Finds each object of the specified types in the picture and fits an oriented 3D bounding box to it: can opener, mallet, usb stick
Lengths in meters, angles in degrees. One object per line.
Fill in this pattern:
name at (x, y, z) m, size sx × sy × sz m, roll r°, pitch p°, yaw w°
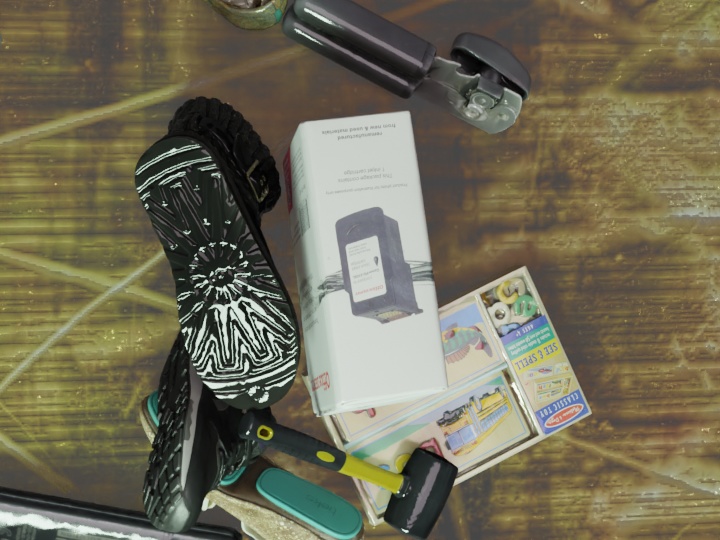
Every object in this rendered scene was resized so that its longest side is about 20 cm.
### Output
can opener at (0.039, -0.171, 1.240) m, size 0.199 × 0.053 × 0.067 m, roll 27°, pitch 55°, yaw -9°
mallet at (-0.013, 0.152, 1.178) m, size 0.199 × 0.041 × 0.066 m, roll 17°, pitch 93°, yaw -36°
usb stick at (-0.189, 0.203, 1.211) m, size 0.198 × 0.033 × 0.056 m, roll 12°, pitch 121°, yaw -10°

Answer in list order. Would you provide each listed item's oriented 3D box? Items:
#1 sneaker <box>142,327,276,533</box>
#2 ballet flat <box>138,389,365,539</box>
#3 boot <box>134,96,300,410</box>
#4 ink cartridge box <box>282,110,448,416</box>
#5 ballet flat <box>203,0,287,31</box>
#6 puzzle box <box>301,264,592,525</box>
sneaker at (-0.099, 0.115, 1.151) m, size 0.087 × 0.201 × 0.076 m, roll 22°, pitch 122°, yaw -15°
ballet flat at (-0.091, 0.167, 1.208) m, size 0.199 × 0.070 × 0.066 m, roll 34°, pitch 127°, yaw 11°
boot at (-0.092, -0.018, 1.163) m, size 0.079 × 0.158 × 0.213 m, roll -15°, pitch 102°, yaw 6°
ink cartridge box at (0.000, 0.000, 1.167) m, size 0.084 × 0.145 × 0.202 m, roll -6°, pitch 84°, yaw -8°
ballet flat at (-0.132, -0.257, 1.191) m, size 0.200 × 0.071 × 0.071 m, roll 41°, pitch 85°, yaw -9°
puzzle box at (0.068, 0.098, 1.259) m, size 0.199 × 0.025 × 0.134 m, roll -27°, pitch 97°, yaw -8°
